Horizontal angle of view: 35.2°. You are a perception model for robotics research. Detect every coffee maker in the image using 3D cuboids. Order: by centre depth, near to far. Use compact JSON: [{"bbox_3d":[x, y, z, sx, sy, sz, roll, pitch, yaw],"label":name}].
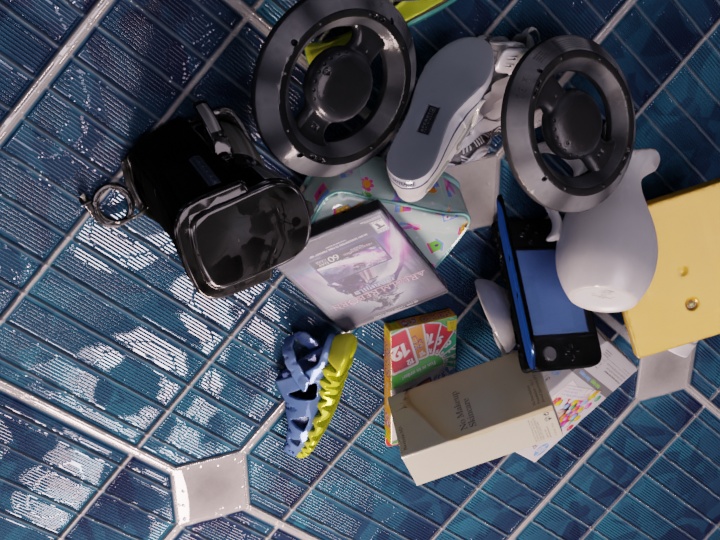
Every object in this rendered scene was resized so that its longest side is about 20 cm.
[{"bbox_3d":[-0.167,-0.059,1.173,0.192,0.200,0.135,-42,125,1],"label":"coffee maker"}]

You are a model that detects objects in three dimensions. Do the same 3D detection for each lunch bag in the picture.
[{"bbox_3d":[0.011,-0.055,1.312,0.200,0.077,0.160,9,141,-26],"label":"lunch bag"}]

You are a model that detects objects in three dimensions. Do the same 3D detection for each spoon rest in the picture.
[{"bbox_3d":[0.194,0.080,1.495,0.061,0.100,0.200,-29,141,15],"label":"spoon rest"}]

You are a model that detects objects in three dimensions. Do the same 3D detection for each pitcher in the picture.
[{"bbox_3d":[0.279,-0.060,1.388,0.171,0.200,0.121,10,157,-3],"label":"pitcher"}]

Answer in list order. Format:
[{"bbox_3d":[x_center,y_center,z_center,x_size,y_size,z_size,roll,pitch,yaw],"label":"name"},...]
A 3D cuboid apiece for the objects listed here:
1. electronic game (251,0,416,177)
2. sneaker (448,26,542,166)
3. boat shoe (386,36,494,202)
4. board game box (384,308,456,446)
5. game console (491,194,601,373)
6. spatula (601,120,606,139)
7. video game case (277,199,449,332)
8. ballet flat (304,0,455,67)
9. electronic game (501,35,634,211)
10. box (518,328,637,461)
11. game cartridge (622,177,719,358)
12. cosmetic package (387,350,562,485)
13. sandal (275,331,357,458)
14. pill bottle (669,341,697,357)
[{"bbox_3d":[-0.024,-0.193,1.175,0.200,0.042,0.200,-17,121,-30],"label":"electronic game"},{"bbox_3d":[0.137,-0.203,1.315,0.200,0.075,0.115,-26,124,-15],"label":"sneaker"},{"bbox_3d":[0.091,-0.159,1.249,0.086,0.074,0.202,77,35,-64],"label":"boat shoe"},{"bbox_3d":[0.079,0.150,1.513,0.095,0.030,0.200,-12,124,-18],"label":"board game box"},{"bbox_3d":[0.232,0.015,1.390,0.170,0.118,0.200,-2,73,-25],"label":"game console"},{"bbox_3d":[0.315,-0.101,1.485,0.056,0.021,0.200,-8,119,-19],"label":"spatula"},{"bbox_3d":[0.000,0.000,1.303,0.143,0.019,0.200,-22,143,16],"label":"video game case"},{"bbox_3d":[0.024,-0.276,1.230,0.200,0.067,0.067,-36,102,-1],"label":"ballet flat"},{"bbox_3d":[0.240,-0.167,1.297,0.200,0.042,0.201,-3,95,-33],"label":"electronic game"},{"bbox_3d":[0.276,0.171,1.564,0.200,0.041,0.156,-43,147,8],"label":"box"},{"bbox_3d":[0.420,-0.002,1.493,0.176,0.032,0.200,-18,102,6],"label":"game cartridge"},{"bbox_3d":[0.145,0.185,1.449,0.200,0.104,0.073,-20,134,5],"label":"cosmetic package"},{"bbox_3d":[-0.068,0.148,1.424,0.087,0.080,0.200,21,120,6],"label":"sandal"},{"bbox_3d":[0.472,0.016,1.568,0.111,0.111,0.200,21,107,-33],"label":"pill bottle"}]
